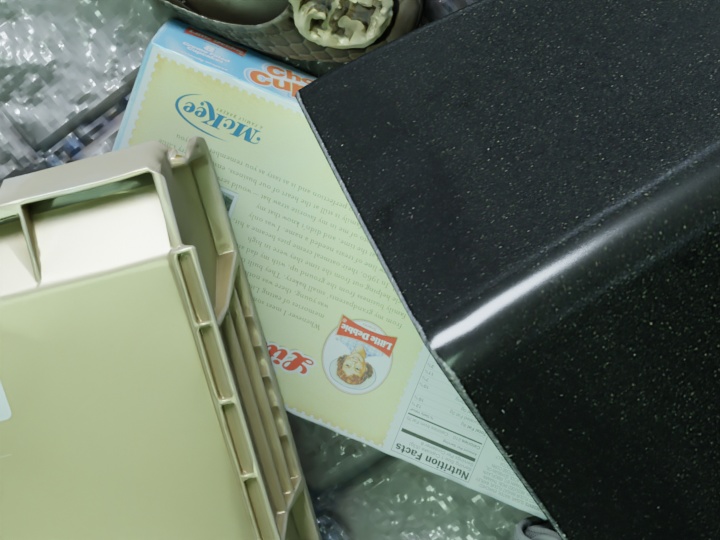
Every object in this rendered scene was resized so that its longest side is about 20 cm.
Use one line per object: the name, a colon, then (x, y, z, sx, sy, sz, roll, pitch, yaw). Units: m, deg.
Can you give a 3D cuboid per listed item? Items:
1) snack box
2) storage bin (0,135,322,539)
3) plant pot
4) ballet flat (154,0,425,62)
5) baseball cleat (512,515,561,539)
snack box: (0.000, 0.000, 0.928, 0.199, 0.037, 0.117, 23, 113, 2)
storage bin: (-0.129, 0.069, 0.890, 0.198, 0.094, 0.200, -14, 107, 5)
plant pot: (0.120, 0.002, 0.769, 0.177, 0.200, 0.200, -35, 117, 5)
ballet flat: (-0.072, -0.123, 0.889, 0.199, 0.046, 0.068, 25, 115, 1)
baseball cleat: (0.059, 0.151, 0.958, 0.199, 0.070, 0.107, -21, 84, 34)
